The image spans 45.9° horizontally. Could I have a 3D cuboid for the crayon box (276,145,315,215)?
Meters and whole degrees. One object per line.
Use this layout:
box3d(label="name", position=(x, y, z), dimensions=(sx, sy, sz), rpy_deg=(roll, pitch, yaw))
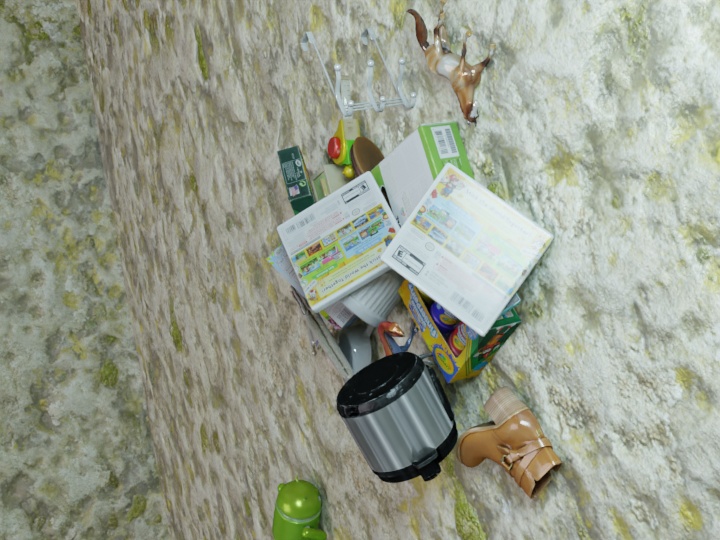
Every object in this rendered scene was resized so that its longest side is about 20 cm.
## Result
box3d(label="crayon box", position=(-0.122, -0.155, 1.803), dimensions=(0.201, 0.050, 0.128), rpy_deg=(75, 179, -63))

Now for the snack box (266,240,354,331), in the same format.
box3d(label="snack box", position=(-0.081, 0.024, 1.687), dimensions=(0.200, 0.068, 0.169), rpy_deg=(43, -175, 4))

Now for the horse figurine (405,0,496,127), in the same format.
box3d(label="horse figurine", position=(0.145, -0.343, 1.360), dimensions=(0.200, 0.049, 0.134), rpy_deg=(49, 149, 29))

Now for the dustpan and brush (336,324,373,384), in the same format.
box3d(label="dustpan and brush", position=(0.000, 0.150, 1.772), dimensions=(0.202, 0.056, 0.141), rpy_deg=(101, 156, -43))

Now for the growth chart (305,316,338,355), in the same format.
box3d(label="growth chart", position=(-0.083, 0.107, 1.897), dimensions=(0.200, 0.017, 0.147), rpy_deg=(129, 136, -52))

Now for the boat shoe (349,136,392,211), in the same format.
box3d(label="boat shoe", position=(0.026, -0.155, 1.606), dimensions=(0.070, 0.070, 0.202), rpy_deg=(-49, 58, 48))

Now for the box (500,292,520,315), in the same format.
box3d(label="box", position=(0.162, -0.014, 1.318), dimensions=(0.202, 0.082, 0.049), rpy_deg=(60, -173, 12))

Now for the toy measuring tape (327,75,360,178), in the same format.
box3d(label="toy measuring tape", position=(-0.034, -0.279, 1.680), dimensions=(0.073, 0.073, 0.203), rpy_deg=(-21, 74, 59))

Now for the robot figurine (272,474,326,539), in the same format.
box3d(label="robot figurine", position=(-0.157, 0.606, 2.103), dimensions=(0.176, 0.114, 0.202), rpy_deg=(49, 138, 48))

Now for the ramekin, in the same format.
box3d(label="ramekin", position=(0.000, 0.000, 1.583), dimensions=(0.105, 0.200, 0.200), rpy_deg=(-47, 49, 8))

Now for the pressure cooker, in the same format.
box3d(label="pressure cooker", position=(0.070, 0.264, 1.461), dimensions=(0.177, 0.176, 0.202), rpy_deg=(-19, 106, 35))

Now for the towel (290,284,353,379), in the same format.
box3d(label="towel", position=(-0.081, 0.124, 1.731), dimensions=(0.201, 0.034, 0.133), rpy_deg=(61, 177, -30))

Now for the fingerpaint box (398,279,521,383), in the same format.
box3d(label="fingerpaint box", position=(0.161, 0.059, 1.440), dimensions=(0.202, 0.072, 0.168), rpy_deg=(63, 145, 27))

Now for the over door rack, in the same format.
box3d(label="over door rack", position=(-0.002, -0.366, 1.513), dimensions=(0.202, 0.146, 0.067), rpy_deg=(62, 147, 27))

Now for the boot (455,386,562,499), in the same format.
box3d(label="boot", position=(0.243, 0.306, 1.393), dimensions=(0.156, 0.076, 0.201), rpy_deg=(54, 134, 31))

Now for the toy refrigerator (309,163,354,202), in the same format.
box3d(label="toy refrigerator", position=(-0.041, -0.110, 1.735), dimensions=(0.076, 0.069, 0.203), rpy_deg=(-28, 74, 59))

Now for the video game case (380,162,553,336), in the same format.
box3d(label="video game case", position=(0.159, -0.033, 1.285), dimensions=(0.199, 0.023, 0.183), rpy_deg=(37, 92, 15))

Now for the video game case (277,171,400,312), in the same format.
box3d(label="video game case", position=(-0.031, -0.051, 1.488), dimensions=(0.184, 0.198, 0.023), rpy_deg=(64, -172, 28))

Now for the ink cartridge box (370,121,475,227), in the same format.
box3d(label="ink cartridge box", position=(0.105, -0.147, 1.472), dimensions=(0.200, 0.075, 0.150), rpy_deg=(-33, 71, 59))

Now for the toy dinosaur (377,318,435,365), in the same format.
box3d(label="toy dinosaur", position=(0.076, 0.179, 1.540), dimensions=(0.181, 0.201, 0.105), rpy_deg=(41, 176, -22))
